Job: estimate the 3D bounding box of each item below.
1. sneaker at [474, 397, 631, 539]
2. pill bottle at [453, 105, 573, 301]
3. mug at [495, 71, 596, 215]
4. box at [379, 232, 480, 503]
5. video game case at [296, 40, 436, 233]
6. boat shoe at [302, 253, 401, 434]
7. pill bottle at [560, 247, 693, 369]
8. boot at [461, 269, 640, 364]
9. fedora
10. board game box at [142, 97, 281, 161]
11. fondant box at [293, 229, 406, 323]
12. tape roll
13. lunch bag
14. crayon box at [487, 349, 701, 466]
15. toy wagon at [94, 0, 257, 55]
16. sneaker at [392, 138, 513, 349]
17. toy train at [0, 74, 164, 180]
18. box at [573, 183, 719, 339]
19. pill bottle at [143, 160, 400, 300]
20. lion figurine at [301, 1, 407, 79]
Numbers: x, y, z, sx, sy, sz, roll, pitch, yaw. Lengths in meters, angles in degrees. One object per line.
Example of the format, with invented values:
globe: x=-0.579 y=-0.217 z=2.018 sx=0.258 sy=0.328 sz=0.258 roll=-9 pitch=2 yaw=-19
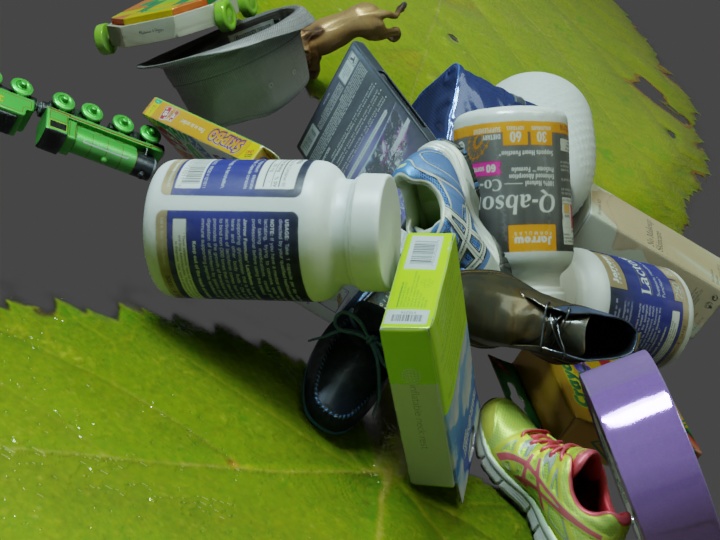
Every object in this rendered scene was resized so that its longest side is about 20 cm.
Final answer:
sneaker: x=0.174 y=0.177 z=1.250 sx=0.077 sy=0.091 sz=0.201 roll=5 pitch=38 yaw=-40
pill bottle: x=0.151 y=-0.054 z=1.399 sx=0.115 sy=0.115 sz=0.203 roll=0 pitch=86 yaw=-46
mug: x=0.191 y=-0.147 z=1.700 sx=0.199 sy=0.147 sz=0.176 roll=38 pitch=30 yaw=-20
box: x=0.062 y=0.083 z=1.195 sx=0.047 sy=0.202 sz=0.123 roll=1 pitch=40 yaw=15
video game case: x=0.010 y=-0.122 z=1.486 sx=0.019 sy=0.144 sz=0.201 roll=2 pitch=41 yaw=-40
boat shoe: x=0.007 y=0.049 z=1.239 sx=0.084 sy=0.069 sz=0.201 roll=30 pitch=52 yaw=-7
pill bottle: x=0.250 y=0.039 z=1.517 sx=0.198 sy=0.116 sz=0.116 roll=11 pitch=35 yaw=-36
boot: x=0.157 y=0.040 z=1.270 sx=0.198 sy=0.076 sz=0.096 roll=15 pitch=-11 yaw=-35
fedora: x=-0.128 y=-0.206 z=1.497 sx=0.199 sy=0.175 sz=0.091 roll=-35 pitch=113 yaw=-42
board game box: x=-0.118 y=-0.100 z=1.322 sx=0.199 sy=0.030 sz=0.096 roll=24 pitch=-18 yaw=45
fondant box: x=0.000 y=0.000 z=1.378 sx=0.198 sy=0.059 sz=0.145 roll=30 pitch=29 yaw=-5
tape roll: x=0.254 y=0.175 z=1.243 sx=0.200 sy=0.065 sz=0.202 roll=-21 pitch=90 yaw=-84
lunch bag: x=0.118 y=-0.100 z=1.531 sx=0.131 sy=0.136 sz=0.202 roll=21 pitch=67 yaw=-18
crayon box: x=0.232 y=0.134 z=1.420 sx=0.198 sy=0.051 sz=0.128 roll=16 pitch=33 yaw=-28
toy wagon: x=-0.189 y=-0.277 z=1.531 sx=0.153 sy=0.040 sz=0.200 roll=-7 pitch=20 yaw=19
sneaker: x=0.083 y=-0.018 z=1.327 sx=0.077 sy=0.075 sz=0.202 roll=-24 pitch=91 yaw=-46
toy train: x=-0.272 y=-0.132 z=1.321 sx=0.198 sy=0.042 sz=0.057 roll=19 pitch=41 yaw=-25
box: x=0.339 y=-0.013 z=1.729 sx=0.198 sy=0.078 sz=0.095 roll=29 pitch=29 yaw=-9
pill bottle: x=-0.071 y=-0.033 z=1.190 sx=0.197 sy=0.117 sz=0.116 roll=2 pitch=25 yaw=14
lion figurine: x=-0.031 y=-0.277 z=1.679 sx=0.073 sy=0.199 sz=0.122 roll=58 pitch=0 yaw=4
